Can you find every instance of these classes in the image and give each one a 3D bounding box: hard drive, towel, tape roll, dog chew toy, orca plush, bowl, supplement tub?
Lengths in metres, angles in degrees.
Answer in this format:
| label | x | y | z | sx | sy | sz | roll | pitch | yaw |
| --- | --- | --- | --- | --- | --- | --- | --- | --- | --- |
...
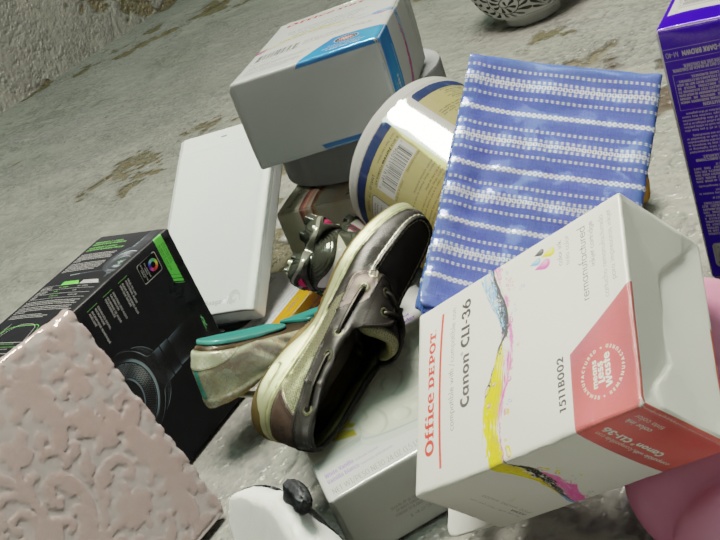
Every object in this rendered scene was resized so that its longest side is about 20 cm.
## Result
| label | x | y | z | sx | sy | sz | roll | pitch | yaw |
| --- | --- | --- | --- | --- | --- | --- | --- | --- | --- |
| hard drive | -0.139 | -0.046 | 0.944 | 0.130 | 0.026 | 0.204 | -10 | 64 | 32 |
| towel | -0.210 | 0.158 | 0.650 | 0.032 | 0.202 | 0.191 | -22 | 18 | 46 |
| towel | 0.123 | -0.052 | 0.663 | 0.142 | 0.024 | 0.204 | 9 | 77 | 16 |
| tape roll | 0.002 | -0.166 | 1.019 | 0.197 | 0.067 | 0.201 | -19 | 23 | 9 |
| dog chew toy | 0.191 | 0.096 | 0.507 | 0.122 | 0.126 | 0.202 | -18 | 34 | 13 |
| orca plush | -0.008 | 0.179 | 0.575 | 0.070 | 0.108 | 0.199 | 1 | -2 | -33 |
| bowl | 0.254 | -0.438 | 1.465 | 0.197 | 0.095 | 0.202 | -20 | 26 | 11 |
| supplement tub | 0.101 | -0.053 | 0.768 | 0.143 | 0.146 | 0.199 | -35 | 53 | -22 |

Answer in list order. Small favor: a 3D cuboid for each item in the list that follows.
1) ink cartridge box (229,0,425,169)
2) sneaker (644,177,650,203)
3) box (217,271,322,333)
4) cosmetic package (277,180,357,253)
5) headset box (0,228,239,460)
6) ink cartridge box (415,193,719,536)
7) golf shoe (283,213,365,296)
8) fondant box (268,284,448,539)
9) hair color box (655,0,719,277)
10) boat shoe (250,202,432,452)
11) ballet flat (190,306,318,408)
| label | x | y | z | sx | sy | sz | roll | pitch | yaw |
| --- | --- | --- | --- | --- | --- | --- | --- | --- | --- |
| ink cartridge box | -0.023 | -0.187 | 0.898 | 0.142 | 0.086 | 0.201 | -14 | 26 | 17 |
| sneaker | 0.189 | -0.101 | 0.916 | 0.086 | 0.077 | 0.200 | -28 | 25 | -7 |
| box | -0.126 | 0.052 | 0.954 | 0.197 | 0.042 | 0.119 | -7 | 31 | 38 |
| cosmetic package | 0.028 | -0.063 | 0.972 | 0.196 | 0.088 | 0.104 | -12 | 28 | 25 |
| headset box | -0.203 | 0.087 | 0.800 | 0.091 | 0.177 | 0.200 | -5 | 31 | 36 |
| ink cartridge box | 0.091 | 0.063 | 0.520 | 0.199 | 0.067 | 0.118 | -37 | 39 | 44 |
| golf shoe | 0.000 | 0.000 | 0.841 | 0.087 | 0.079 | 0.200 | 22 | 8 | 11 |
| fondant box | 0.022 | 0.102 | 0.708 | 0.142 | 0.059 | 0.200 | -28 | 25 | -6 |
| hair color box | 0.279 | -0.110 | 0.708 | 0.064 | 0.203 | 0.110 | -3 | 32 | 33 |
| boat shoe | 0.002 | 0.043 | 0.680 | 0.064 | 0.073 | 0.202 | 20 | 71 | 37 |
| ballet flat | -0.060 | 0.070 | 0.828 | 0.197 | 0.064 | 0.067 | -14 | 7 | -36 |
